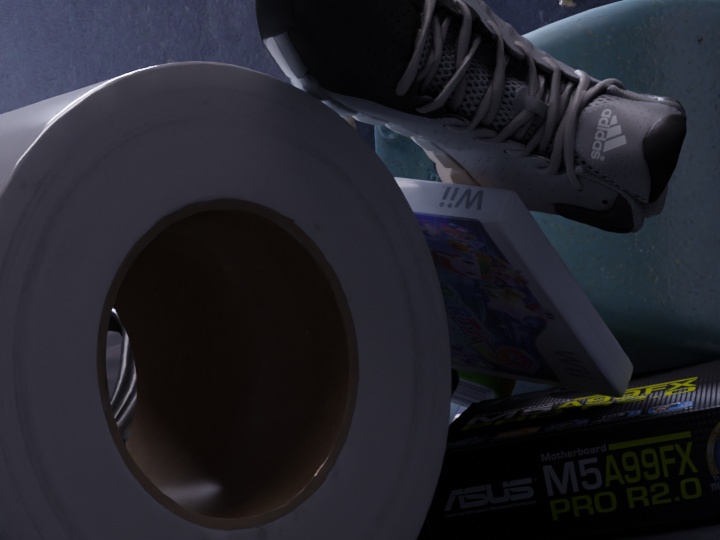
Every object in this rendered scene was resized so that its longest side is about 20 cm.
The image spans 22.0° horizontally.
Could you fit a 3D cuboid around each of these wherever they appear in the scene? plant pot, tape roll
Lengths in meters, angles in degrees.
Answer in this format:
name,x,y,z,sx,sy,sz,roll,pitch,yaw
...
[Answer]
name,x,y,z,sx,sy,sz,roll,pitch,yaw
plant pot,0.117,-0.035,0.932,0.199,0.197,0.195,5,-11,-35
tape roll,-0.085,0.037,0.653,0.202,0.204,0.139,-12,2,-41

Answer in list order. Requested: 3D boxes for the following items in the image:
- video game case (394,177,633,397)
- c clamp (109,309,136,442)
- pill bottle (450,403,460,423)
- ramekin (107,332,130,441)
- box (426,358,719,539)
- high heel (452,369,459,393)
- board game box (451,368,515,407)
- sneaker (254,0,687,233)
name,x,y,z,sx,sy,sz,roll,pitch,yaw
video game case,0.000,0.000,0.769,0.199,0.018,0.143,8,-26,33
c clamp,-0.175,0.080,0.865,0.199,0.027,0.171,-23,38,13
pill bottle,-0.009,0.056,1.126,0.106,0.107,0.200,-11,2,-12
ramekin,-0.150,0.042,1.079,0.105,0.201,0.200,-20,3,-10
box,0.134,0.070,0.778,0.199,0.044,0.160,-11,2,13
high heel,-0.040,0.088,0.799,0.199,0.072,0.143,-22,1,-5
board game box,0.024,0.009,0.826,0.095,0.030,0.200,19,-19,11
sneaker,0.057,-0.067,0.659,0.115,0.075,0.200,19,-6,37
